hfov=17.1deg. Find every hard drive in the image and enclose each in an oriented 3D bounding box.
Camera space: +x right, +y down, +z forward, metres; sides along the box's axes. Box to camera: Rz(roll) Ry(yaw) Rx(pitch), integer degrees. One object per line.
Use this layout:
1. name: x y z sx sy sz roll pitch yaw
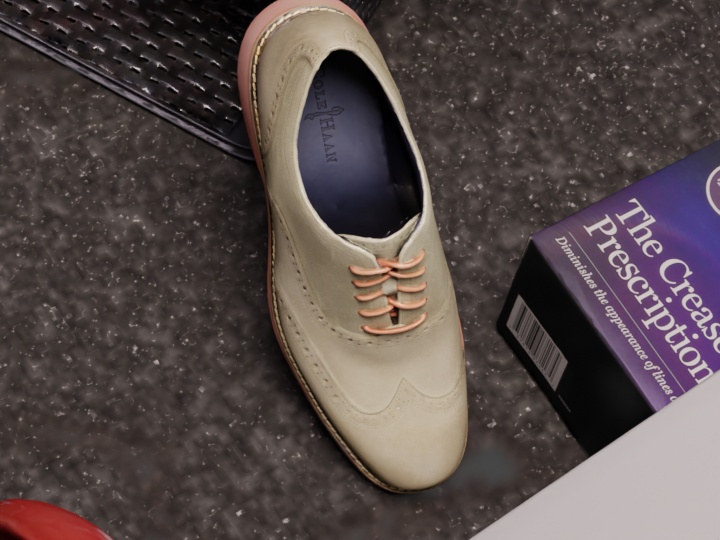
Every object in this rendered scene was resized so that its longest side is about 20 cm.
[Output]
1. hard drive: 0.128 0.116 0.856 0.200 0.027 0.132 -36 69 18

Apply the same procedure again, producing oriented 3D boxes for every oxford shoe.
1. oxford shoe: 0.000 0.000 0.892 0.071 0.074 0.201 -21 109 -7

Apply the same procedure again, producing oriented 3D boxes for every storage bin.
1. storage bin: -0.093 -0.151 0.979 0.199 0.135 0.094 28 61 8

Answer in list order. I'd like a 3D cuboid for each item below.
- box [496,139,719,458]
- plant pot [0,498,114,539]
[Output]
1. box: 0.169 0.051 0.938 0.141 0.079 0.200 -26 68 -22
2. plant pot: -0.131 0.183 0.757 0.182 0.201 0.201 -30 69 -24
